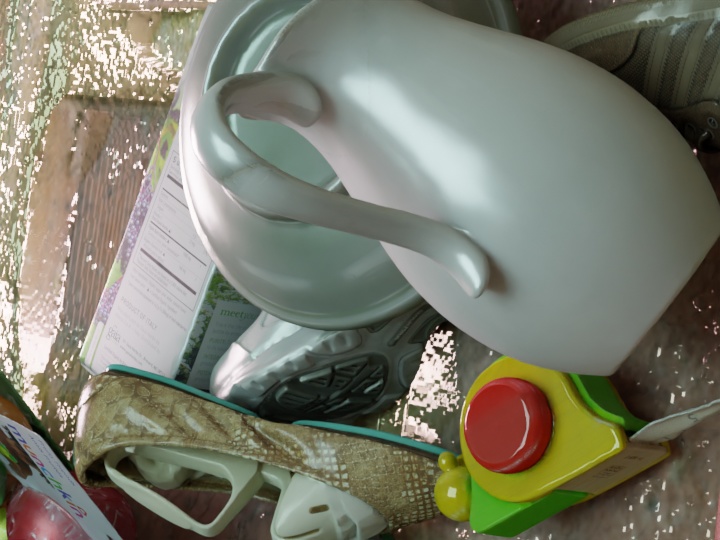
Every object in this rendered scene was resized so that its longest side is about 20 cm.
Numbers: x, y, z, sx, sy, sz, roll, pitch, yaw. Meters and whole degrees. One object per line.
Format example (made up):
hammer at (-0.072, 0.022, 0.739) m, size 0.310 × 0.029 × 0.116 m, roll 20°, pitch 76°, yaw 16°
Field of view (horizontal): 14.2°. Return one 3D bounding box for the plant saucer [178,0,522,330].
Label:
plant saucer at (-0.018, -0.074, 1.301) m, size 0.200 × 0.050 × 0.201 m, roll -6°, pitch 80°, yaw 39°

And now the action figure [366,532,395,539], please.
action figure at (0.007, 0.180, 1.339) m, size 0.118 × 0.055 × 0.200 m, roll -56°, pitch 43°, yaw 30°

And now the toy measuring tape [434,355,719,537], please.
toy measuring tape at (0.106, 0.051, 1.238) m, size 0.200 × 0.074 × 0.074 m, roll -32°, pitch 60°, yaw 31°

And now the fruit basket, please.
fruit basket at (-0.173, 0.126, 1.469) m, size 0.094 × 0.185 × 0.200 m, roll -43°, pitch 36°, yaw -16°

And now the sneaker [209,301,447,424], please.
sneaker at (0.000, 0.000, 1.368) m, size 0.200 × 0.078 × 0.100 m, roll -39°, pitch 49°, yaw 28°

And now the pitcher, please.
pitcher at (0.037, -0.035, 1.168) m, size 0.200 × 0.172 × 0.121 m, roll 37°, pitch 130°, yaw 2°

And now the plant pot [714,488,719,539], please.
plant pot at (0.208, 0.102, 1.025) m, size 0.201 × 0.201 × 0.196 m, roll -16°, pitch 63°, yaw 47°

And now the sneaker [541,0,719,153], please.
sneaker at (0.147, -0.077, 1.204) m, size 0.200 × 0.070 × 0.076 m, roll -13°, pitch 79°, yaw 49°

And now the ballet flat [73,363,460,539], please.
ballet flat at (-0.044, 0.099, 1.344) m, size 0.200 × 0.071 × 0.065 m, roll 11°, pitch 65°, yaw 20°

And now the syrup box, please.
syrup box at (-0.058, -0.023, 1.423) m, size 0.081 × 0.079 × 0.200 m, roll 36°, pitch 111°, yaw 46°
